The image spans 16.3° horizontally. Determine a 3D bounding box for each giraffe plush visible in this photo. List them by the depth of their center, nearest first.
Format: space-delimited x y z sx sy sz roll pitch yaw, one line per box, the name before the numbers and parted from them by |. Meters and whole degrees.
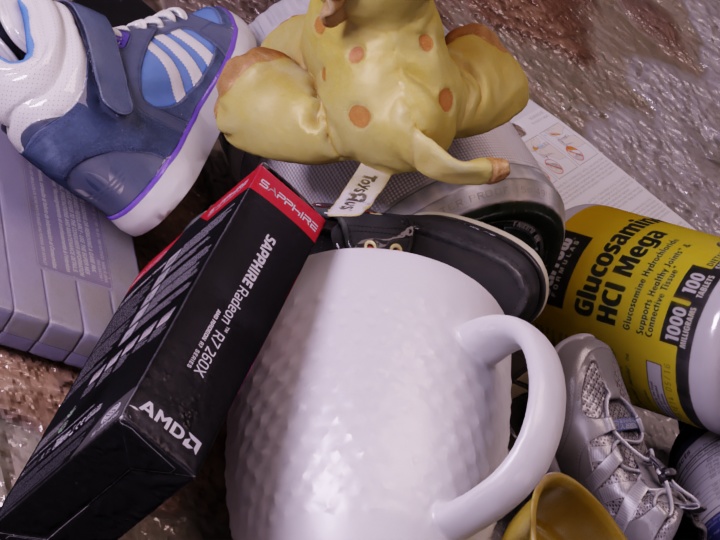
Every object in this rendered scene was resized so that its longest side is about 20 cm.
giraffe plush | 0.004 -0.142 1.315 0.171 0.163 0.200 -2 25 1

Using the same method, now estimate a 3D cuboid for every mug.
mug | 0.021 0.093 1.270 0.147 0.199 0.176 38 41 -34

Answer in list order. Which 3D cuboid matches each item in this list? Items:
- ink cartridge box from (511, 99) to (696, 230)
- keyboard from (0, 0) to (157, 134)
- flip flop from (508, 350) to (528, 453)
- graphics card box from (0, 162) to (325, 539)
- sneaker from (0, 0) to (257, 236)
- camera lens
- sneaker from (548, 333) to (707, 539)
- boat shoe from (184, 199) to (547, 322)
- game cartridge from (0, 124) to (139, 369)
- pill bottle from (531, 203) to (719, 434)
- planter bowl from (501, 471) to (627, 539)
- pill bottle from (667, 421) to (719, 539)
ink cartridge box | 0.145 -0.028 1.722 0.200 0.050 0.162 38 30 13
keyboard | -0.172 -0.126 1.458 0.127 0.021 0.200 40 29 -13
flip flop | 0.066 0.105 1.449 0.081 0.058 0.200 47 46 0
graphics card box | -0.097 0.049 1.235 0.051 0.125 0.200 41 40 -12
sneaker | -0.142 -0.124 1.388 0.146 0.080 0.201 43 35 -19
camera lens | 0.016 -0.055 1.492 0.159 0.160 0.201 3 46 -45
sneaker | 0.161 0.129 1.423 0.074 0.082 0.201 -10 81 -50
boat shoe | 0.000 0.003 1.357 0.200 0.074 0.063 10 11 13
game cartridge | -0.184 -0.031 1.371 0.129 0.038 0.201 23 34 -32
pill bottle | 0.166 0.023 1.532 0.199 0.113 0.112 17 13 40
planter bowl | 0.102 0.211 1.287 0.201 0.083 0.201 52 23 -33
pill bottle | 0.247 0.145 1.530 0.111 0.112 0.201 26 34 -21
